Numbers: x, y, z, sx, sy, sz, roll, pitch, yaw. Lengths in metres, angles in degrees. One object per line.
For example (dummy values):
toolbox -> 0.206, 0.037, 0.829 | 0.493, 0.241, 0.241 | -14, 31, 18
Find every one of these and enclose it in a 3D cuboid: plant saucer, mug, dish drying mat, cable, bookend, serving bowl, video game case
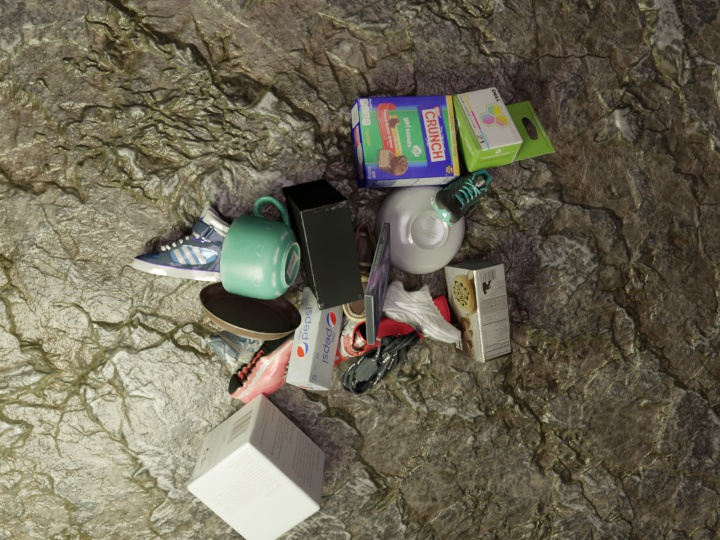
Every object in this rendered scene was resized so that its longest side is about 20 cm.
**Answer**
plant saucer -> -0.212, 0.080, 1.227 | 0.200, 0.200, 0.032 | 15, 109, -15
mug -> -0.181, -0.037, 1.217 | 0.114, 0.152, 0.186 | 11, 111, 12
dish drying mat -> 0.103, 0.122, 1.399 | 0.200, 0.018, 0.077 | -20, 101, -10
cable -> 0.040, 0.188, 1.334 | 0.163, 0.200, 0.051 | -24, 65, -45
bookend -> -0.075, -0.056, 1.255 | 0.092, 0.199, 0.201 | -14, 112, -12
serving bowl -> 0.134, -0.088, 1.353 | 0.200, 0.066, 0.201 | -2, 97, -14
video game case -> 0.036, 0.024, 1.260 | 0.019, 0.200, 0.143 | 7, 136, 10

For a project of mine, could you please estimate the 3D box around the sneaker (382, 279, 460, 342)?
sneaker -> 0.137, 0.083, 1.359 | 0.200, 0.078, 0.100 | 28, 82, -13

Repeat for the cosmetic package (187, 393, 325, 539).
cosmetic package -> -0.197, 0.394, 1.264 | 0.166, 0.167, 0.200 | -38, 106, 14

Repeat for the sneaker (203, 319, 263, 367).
sneaker -> -0.232, 0.126, 1.227 | 0.078, 0.200, 0.086 | 44, 91, 6

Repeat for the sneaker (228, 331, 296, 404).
sneaker -> -0.180, 0.196, 1.324 | 0.200, 0.074, 0.087 | -46, 121, -1

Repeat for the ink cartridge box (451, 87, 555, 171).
ink cartridge box -> 0.296, -0.301, 1.324 | 0.199, 0.076, 0.148 | -14, 66, -11

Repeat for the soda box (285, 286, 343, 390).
soda box -> -0.088, 0.134, 1.280 | 0.068, 0.063, 0.201 | 31, 61, -46

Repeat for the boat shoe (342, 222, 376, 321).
boat shoe -> 0.000, 0.000, 1.288 | 0.072, 0.072, 0.201 | 7, 69, 1

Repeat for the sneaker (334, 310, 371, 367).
sneaker -> -0.046, 0.162, 1.318 | 0.067, 0.108, 0.201 | 42, 87, -22

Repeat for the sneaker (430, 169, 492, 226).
sneaker -> 0.209, -0.159, 1.294 | 0.078, 0.200, 0.091 | 49, 126, -5

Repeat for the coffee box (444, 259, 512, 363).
coffee box -> 0.253, 0.084, 1.377 | 0.080, 0.113, 0.201 | -13, 102, -25

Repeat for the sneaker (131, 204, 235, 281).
sneaker -> -0.330, -0.058, 1.241 | 0.199, 0.081, 0.147 | 8, 88, -12

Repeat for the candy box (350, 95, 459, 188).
candy box -> 0.091, -0.260, 1.298 | 0.199, 0.077, 0.170 | -5, 86, -15
